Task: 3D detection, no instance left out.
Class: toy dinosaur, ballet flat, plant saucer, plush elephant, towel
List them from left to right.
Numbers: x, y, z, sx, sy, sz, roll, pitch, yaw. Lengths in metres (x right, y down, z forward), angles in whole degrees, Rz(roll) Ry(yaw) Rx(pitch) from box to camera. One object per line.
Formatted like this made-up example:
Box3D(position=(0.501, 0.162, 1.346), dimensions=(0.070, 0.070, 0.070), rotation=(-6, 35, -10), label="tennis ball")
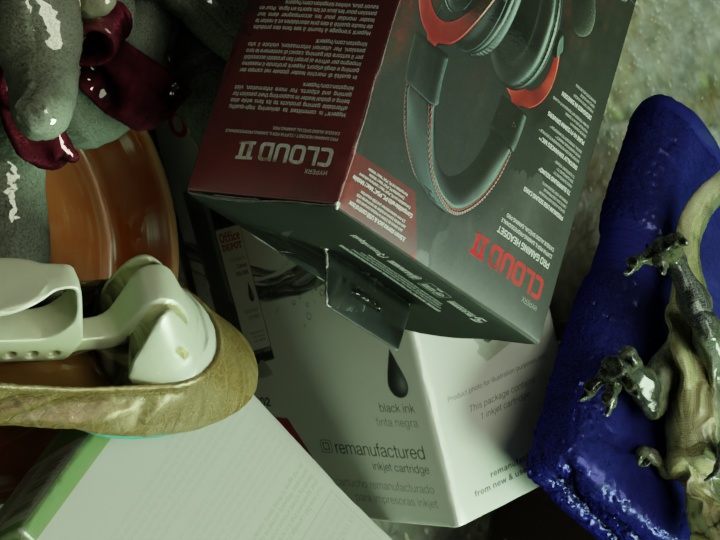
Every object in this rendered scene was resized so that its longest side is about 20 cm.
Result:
Box3D(position=(-0.163, -0.004, 1.196), dimensions=(0.200, 0.032, 0.201), rotation=(0, 90, -39), label="plant saucer")
Box3D(position=(-0.116, -0.098, 1.105), dimensions=(0.155, 0.164, 0.200), rotation=(30, 48, -79), label="plush elephant")
Box3D(position=(-0.113, 0.023, 1.116), dimensions=(0.200, 0.072, 0.068), rotation=(3, 51, -32), label="ballet flat")
Box3D(position=(0.131, 0.032, 1.199), dimensions=(0.088, 0.047, 0.200), rotation=(32, 54, -51), label="toy dinosaur")
Box3D(position=(0.140, 0.042, 1.272), dimensions=(0.148, 0.049, 0.200), rotation=(40, 52, -28), label="towel")

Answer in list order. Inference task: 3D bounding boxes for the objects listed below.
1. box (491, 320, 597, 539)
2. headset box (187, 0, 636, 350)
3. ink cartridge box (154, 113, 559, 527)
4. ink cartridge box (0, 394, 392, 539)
Box3D(position=(0.120, 0.127, 1.385), dimensions=(0.075, 0.100, 0.200), rotation=(19, 78, -38), label="box")
Box3D(position=(0.024, -0.072, 1.113), dimensions=(0.149, 0.075, 0.200), rotation=(34, 68, -50), label="headset box")
Box3D(position=(0.000, 0.000, 1.255), dimensions=(0.083, 0.147, 0.200), rotation=(-23, 104, -38), label="ink cartridge box")
Box3D(position=(-0.048, 0.135, 1.182), dimensions=(0.200, 0.048, 0.146), rotation=(48, 41, -12), label="ink cartridge box")
